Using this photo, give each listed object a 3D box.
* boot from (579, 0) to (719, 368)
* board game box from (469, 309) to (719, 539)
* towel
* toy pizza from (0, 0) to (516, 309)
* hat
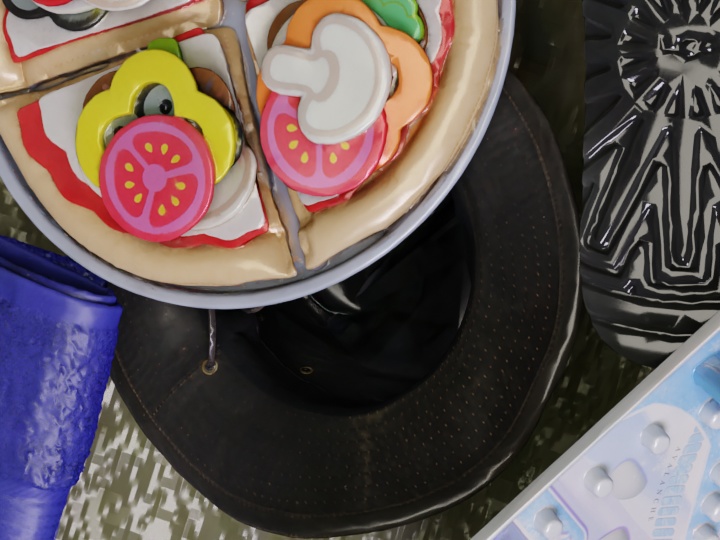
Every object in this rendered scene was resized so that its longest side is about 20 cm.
[{"bbox_3d":[0.119,-0.071,0.847,0.079,0.158,0.212,12,98,14],"label":"boot"},{"bbox_3d":[0.102,0.130,0.813,0.200,0.026,0.200,-42,130,-3],"label":"board game box"},{"bbox_3d":[-0.165,0.077,0.920,0.147,0.050,0.201,21,103,23],"label":"towel"},{"bbox_3d":[-0.047,-0.088,0.853,0.200,0.032,0.201,-2,85,19],"label":"toy pizza"},{"bbox_3d":[0.000,0.000,0.895,0.200,0.081,0.201,-6,77,26],"label":"hat"}]
